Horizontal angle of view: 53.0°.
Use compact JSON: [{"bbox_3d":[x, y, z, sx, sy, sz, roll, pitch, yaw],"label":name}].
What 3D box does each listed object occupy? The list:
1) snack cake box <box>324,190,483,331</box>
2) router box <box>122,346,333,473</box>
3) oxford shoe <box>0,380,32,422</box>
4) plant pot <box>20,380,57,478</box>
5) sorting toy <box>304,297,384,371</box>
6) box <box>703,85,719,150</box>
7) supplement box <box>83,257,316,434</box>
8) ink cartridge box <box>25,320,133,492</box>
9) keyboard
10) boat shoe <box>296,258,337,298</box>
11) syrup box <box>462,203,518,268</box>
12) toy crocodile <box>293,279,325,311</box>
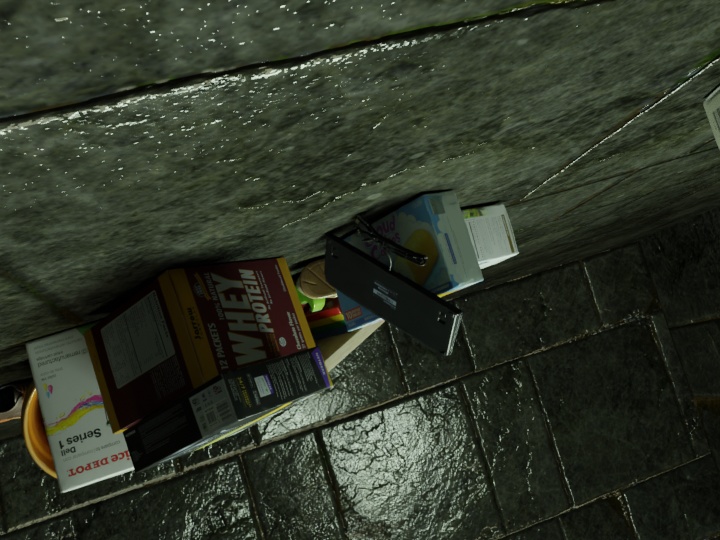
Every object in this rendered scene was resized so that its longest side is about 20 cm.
[{"bbox_3d":[0.049,-0.009,0.916,0.066,0.118,0.198,-13,171,-44],"label":"snack cake box"},{"bbox_3d":[-0.152,0.158,0.827,0.198,0.053,0.156,-31,167,34],"label":"router box"},{"bbox_3d":[-0.603,0.234,1.318,0.196,0.073,0.073,-14,167,-25],"label":"oxford shoe"},{"bbox_3d":[-0.464,0.228,1.205,0.196,0.206,0.182,-13,-173,-30],"label":"plant pot"},{"bbox_3d":[-0.091,0.102,1.177,0.199,0.070,0.198,-40,-159,-20],"label":"sorting toy"},{"bbox_3d":[0.488,-0.196,0.782,0.195,0.070,0.082,-19,173,2],"label":"box"},{"bbox_3d":[-0.201,0.092,0.917,0.198,0.136,0.195,-29,167,35],"label":"supplement box"},{"bbox_3d":[-0.352,0.179,0.987,0.141,0.205,0.084,-16,173,-9],"label":"ink cartridge box"},{"bbox_3d":[0.036,0.009,0.858,0.021,0.198,0.129,-37,147,-39],"label":"keyboard"},{"bbox_3d":[0.000,0.000,1.076,0.195,0.073,0.064,-7,177,-16],"label":"boat shoe"},{"bbox_3d":[0.127,-0.036,1.034,0.197,0.083,0.078,-13,173,-37],"label":"syrup box"},{"bbox_3d":[-0.139,0.059,1.166,0.197,0.063,0.067,-21,171,29],"label":"toy crocodile"}]
